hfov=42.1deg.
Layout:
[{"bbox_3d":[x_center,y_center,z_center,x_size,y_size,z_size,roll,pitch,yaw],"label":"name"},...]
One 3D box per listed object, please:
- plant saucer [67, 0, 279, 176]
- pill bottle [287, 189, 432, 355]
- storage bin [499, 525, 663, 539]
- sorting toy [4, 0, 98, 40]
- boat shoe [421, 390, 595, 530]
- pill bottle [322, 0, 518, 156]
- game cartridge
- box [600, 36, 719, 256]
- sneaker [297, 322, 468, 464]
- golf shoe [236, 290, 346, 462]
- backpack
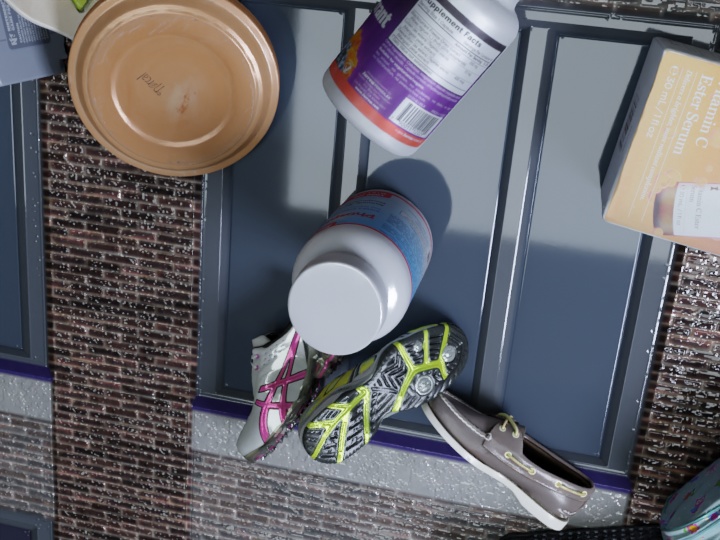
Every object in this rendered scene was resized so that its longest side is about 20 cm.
[{"bbox_3d":[-0.176,-0.176,0.889,0.199,0.032,0.201,-3,126,-3],"label":"plant saucer"},{"bbox_3d":[0.000,0.000,0.858,0.108,0.200,0.109,4,109,12],"label":"pill bottle"},{"bbox_3d":[0.242,0.354,0.978,0.199,0.094,0.136,-8,106,17],"label":"storage bin"},{"bbox_3d":[-0.211,-0.270,0.879,0.199,0.107,0.180,-28,110,15],"label":"sorting toy"},{"bbox_3d":[0.150,0.182,0.955,0.200,0.072,0.060,40,106,-6],"label":"boat shoe"},{"bbox_3d":[0.067,-0.208,0.819,0.111,0.111,0.200,41,112,-3],"label":"pill bottle"},{"bbox_3d":[-0.345,-0.278,0.883,0.040,0.133,0.201,-3,107,16],"label":"game cartridge"},{"bbox_3d":[0.325,-0.096,0.798,0.199,0.106,0.153,17,111,8],"label":"box"},{"bbox_3d":[0.018,0.110,0.940,0.199,0.076,0.076,-31,107,-13],"label":"sneaker"},{"bbox_3d":[-0.082,0.110,0.988,0.092,0.073,0.201,34,104,5],"label":"golf shoe"},{"bbox_3d":[0.386,0.227,0.879,0.200,0.167,0.127,-46,74,25],"label":"backpack"}]
